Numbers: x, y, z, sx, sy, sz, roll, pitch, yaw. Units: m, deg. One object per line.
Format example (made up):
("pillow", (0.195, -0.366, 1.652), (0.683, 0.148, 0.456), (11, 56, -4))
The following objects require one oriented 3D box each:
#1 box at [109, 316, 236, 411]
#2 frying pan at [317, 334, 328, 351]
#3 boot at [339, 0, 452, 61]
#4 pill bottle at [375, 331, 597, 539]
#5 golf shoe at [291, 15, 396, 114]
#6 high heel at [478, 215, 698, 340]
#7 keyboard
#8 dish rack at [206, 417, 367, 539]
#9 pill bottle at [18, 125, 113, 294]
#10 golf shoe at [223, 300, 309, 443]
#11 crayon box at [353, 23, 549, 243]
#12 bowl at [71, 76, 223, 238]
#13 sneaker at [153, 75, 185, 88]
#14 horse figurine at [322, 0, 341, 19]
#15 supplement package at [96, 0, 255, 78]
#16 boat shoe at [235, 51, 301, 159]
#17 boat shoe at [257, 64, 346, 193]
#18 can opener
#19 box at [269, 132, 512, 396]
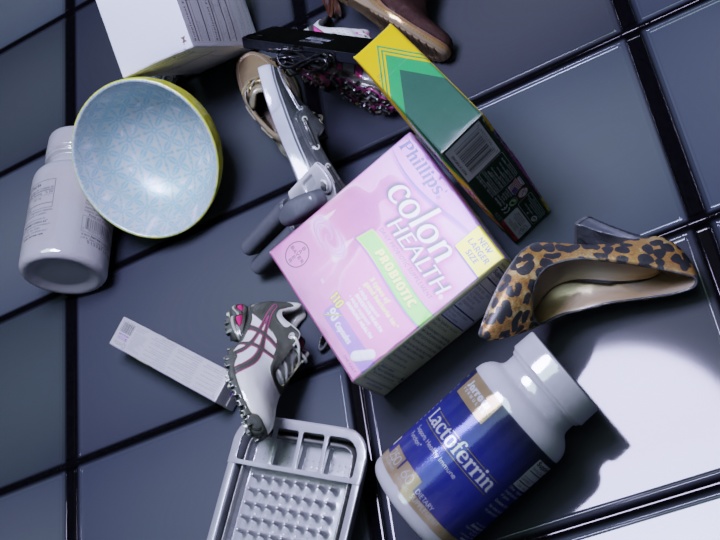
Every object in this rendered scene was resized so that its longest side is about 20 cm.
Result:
("box", (-0.219, 0.109, 1.302), (0.198, 0.039, 0.042), (21, 79, 36))
("frying pan", (-0.007, -0.012, 1.247), (0.190, 0.031, 0.115), (-42, 51, 3))
("boot", (0.069, -0.365, 1.329), (0.199, 0.072, 0.167), (38, 85, 18))
("pill bottle", (0.119, 0.160, 1.027), (0.200, 0.116, 0.116), (-43, 52, 4))
("golf shoe", (-0.010, -0.259, 1.342), (0.199, 0.073, 0.093), (33, 84, 38))
("high heel", (0.215, 0.022, 1.033), (0.199, 0.072, 0.142), (-37, 42, -27))
("keyboard", (-0.057, -0.253, 1.299), (0.198, 0.040, 0.104), (15, 30, 34))
("dish rack", (-0.075, 0.260, 1.138), (0.169, 0.044, 0.203), (3, 68, 31))
("pill bottle", (-0.380, -0.082, 1.447), (0.113, 0.114, 0.203), (-13, 60, 24))
("golf shoe", (-0.100, 0.098, 1.189), (0.087, 0.078, 0.201), (-15, 38, 4))
("crayon box", (0.097, -0.140, 1.137), (0.058, 0.200, 0.173), (-42, 52, 5))
("bowl", (-0.257, -0.154, 1.400), (0.198, 0.202, 0.108), (-23, 14, 19))
("sneaker", (-0.279, -0.269, 1.511), (0.073, 0.081, 0.203), (-14, 67, 7))
("horse figurine", (0.001, -0.421, 1.404), (0.132, 0.050, 0.200), (43, 92, 6))
("supplement package", (-0.230, -0.320, 1.409), (0.112, 0.200, 0.111), (-18, 95, 21))
("boat shoe", (-0.115, -0.220, 1.389), (0.072, 0.065, 0.201), (-37, 53, 9))
("boat shoe", (-0.063, -0.151, 1.277), (0.056, 0.069, 0.203), (-22, 85, -2))
("can opener", (-0.086, -0.055, 1.234), (0.200, 0.066, 0.053), (-41, 71, 53))
("box", (0.038, -0.004, 1.148), (0.199, 0.097, 0.177), (-38, 65, 8))
